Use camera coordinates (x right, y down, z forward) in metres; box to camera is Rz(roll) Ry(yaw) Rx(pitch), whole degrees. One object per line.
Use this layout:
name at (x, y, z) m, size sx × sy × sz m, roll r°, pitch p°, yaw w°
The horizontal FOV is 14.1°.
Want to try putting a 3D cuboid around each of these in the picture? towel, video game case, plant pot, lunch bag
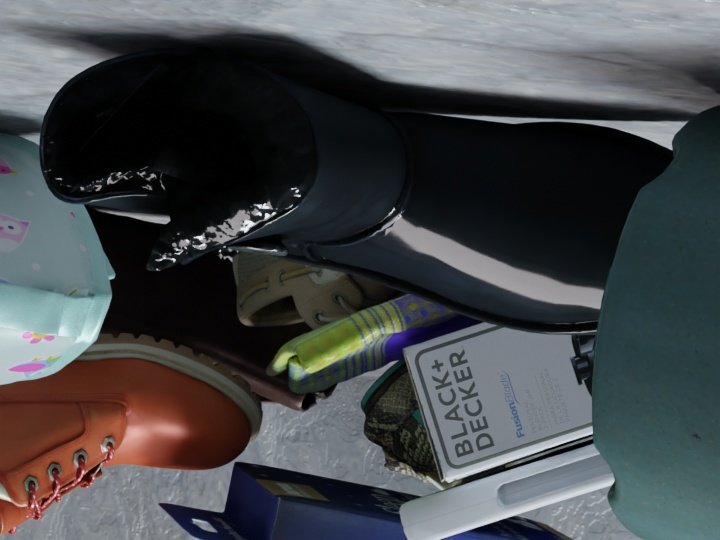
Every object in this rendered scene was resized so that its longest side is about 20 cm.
towel at (0.059, 0.015, 1.302) m, size 0.199 × 0.023 × 0.144 m, roll -18°, pitch 175°, yaw -9°
video game case at (0.134, 0.079, 1.320) m, size 0.181 × 0.023 × 0.200 m, roll -19°, pitch 176°, yaw 22°
plant pot at (0.190, 0.035, 0.922) m, size 0.195 × 0.201 × 0.200 m, roll 11°, pitch 179°, yaw 29°
lunch bag at (-0.216, -0.006, 1.222) m, size 0.170 × 0.123 × 0.200 m, roll 9°, pitch 180°, yaw -31°

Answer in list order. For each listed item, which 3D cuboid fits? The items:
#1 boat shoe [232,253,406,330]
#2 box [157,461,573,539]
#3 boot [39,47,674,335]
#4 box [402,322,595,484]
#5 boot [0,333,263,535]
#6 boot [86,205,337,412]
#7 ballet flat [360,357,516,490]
boat shoe at (0.000, 0.000, 1.379) m, size 0.072 × 0.065 × 0.200 m, roll 8°, pitch 175°, yaw -33°
box at (0.011, 0.123, 1.373) m, size 0.199 × 0.033 × 0.121 m, roll 11°, pitch -178°, yaw -13°
boot at (0.008, -0.025, 0.989) m, size 0.199 × 0.077 × 0.168 m, roll 10°, pitch -179°, yaw 21°
box at (0.121, 0.035, 1.275) m, size 0.199 × 0.060 × 0.117 m, roll -18°, pitch 175°, yaw 2°
boot at (-0.143, 0.085, 1.382) m, size 0.199 × 0.108 × 0.075 m, roll 8°, pitch 142°, yaw -15°
boot at (-0.098, 0.021, 1.460) m, size 0.166 × 0.073 × 0.200 m, roll 26°, pitch -165°, yaw 13°
ballet flat at (0.045, 0.085, 1.443) m, size 0.075 × 0.068 × 0.200 m, roll 46°, pitch -179°, yaw 8°
